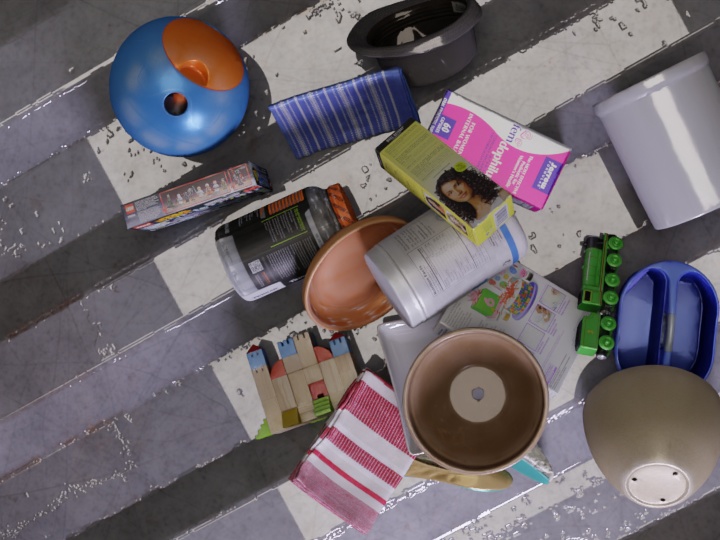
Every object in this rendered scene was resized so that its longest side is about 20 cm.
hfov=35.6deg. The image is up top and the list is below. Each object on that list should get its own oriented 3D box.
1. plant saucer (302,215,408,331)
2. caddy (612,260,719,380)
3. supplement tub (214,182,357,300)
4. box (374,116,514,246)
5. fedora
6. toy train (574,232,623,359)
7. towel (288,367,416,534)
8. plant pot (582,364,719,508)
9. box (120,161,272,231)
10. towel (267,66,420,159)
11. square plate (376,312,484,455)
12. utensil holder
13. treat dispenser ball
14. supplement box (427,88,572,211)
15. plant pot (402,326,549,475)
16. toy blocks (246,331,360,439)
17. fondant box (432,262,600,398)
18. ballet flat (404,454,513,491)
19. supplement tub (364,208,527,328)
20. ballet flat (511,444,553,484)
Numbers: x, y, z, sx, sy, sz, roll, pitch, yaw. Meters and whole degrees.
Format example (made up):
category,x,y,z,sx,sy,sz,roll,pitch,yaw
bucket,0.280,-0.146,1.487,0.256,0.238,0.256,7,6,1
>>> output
category,x,y,z,sx,sy,sz,roll,pitch,yaw
plant saucer,0.000,0.000,1.630,0.200,0.200,0.037,-44,50,5
caddy,0.438,0.085,1.617,0.141,0.105,0.201,5,93,4
supplement tub,-0.103,-0.046,1.650,0.199,0.123,0.123,-23,90,6
box,0.113,-0.123,1.521,0.075,0.050,0.200,-43,59,-11
fedora,0.089,-0.326,1.623,0.199,0.177,0.090,-10,125,21
toy train,0.343,0.034,1.618,0.056,0.042,0.201,9,64,3
towel,0.007,0.260,1.619,0.144,0.023,0.200,37,77,-13
plant pot,0.412,0.251,1.568,0.200,0.135,0.201,6,128,7
box,-0.238,-0.107,1.652,0.199,0.137,0.040,-18,88,6
towel,-0.020,-0.227,1.630,0.199,0.145,0.024,-16,63,7
square plate,0.140,0.155,1.645,0.199,0.028,0.199,-11,74,-11
utensil holder,0.446,-0.181,1.578,0.170,0.170,0.200,-26,93,6
treat dispenser ball,-0.261,-0.264,1.615,0.200,0.201,0.202,0,93,5
supplement box,0.193,-0.172,1.631,0.200,0.103,0.101,25,93,2
plant pot,0.161,0.177,1.561,0.200,0.093,0.202,0,91,7
toy blocks,-0.080,0.155,1.681,0.199,0.100,0.137,-20,80,6
fondant box,0.228,0.075,1.637,0.200,0.058,0.144,32,72,2
ballet flat,0.130,0.284,1.668,0.199,0.069,0.063,6,115,4
supplement tub,0.121,-0.024,1.568,0.200,0.132,0.132,-33,89,-5
ballet flat,0.208,0.244,1.667,0.200,0.072,0.072,28,95,3
